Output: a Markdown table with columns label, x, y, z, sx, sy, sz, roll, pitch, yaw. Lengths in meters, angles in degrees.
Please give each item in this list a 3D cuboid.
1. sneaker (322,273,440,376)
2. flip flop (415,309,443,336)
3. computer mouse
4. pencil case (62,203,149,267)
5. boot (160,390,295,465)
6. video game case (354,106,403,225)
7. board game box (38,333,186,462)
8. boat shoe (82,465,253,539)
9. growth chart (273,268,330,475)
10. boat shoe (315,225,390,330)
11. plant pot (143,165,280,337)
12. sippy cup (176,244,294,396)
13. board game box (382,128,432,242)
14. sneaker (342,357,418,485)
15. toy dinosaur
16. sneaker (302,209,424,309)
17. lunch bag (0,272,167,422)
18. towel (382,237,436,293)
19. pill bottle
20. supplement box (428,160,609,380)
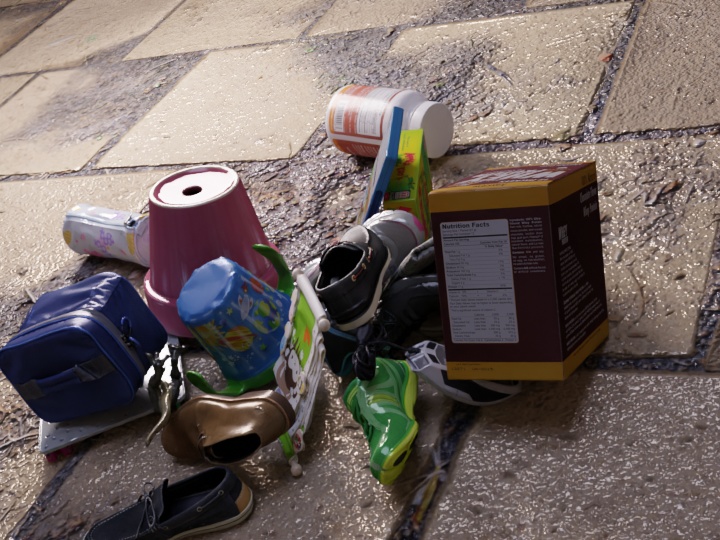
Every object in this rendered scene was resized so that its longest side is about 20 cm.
| label | x | y | z | sx | sy | sz | roll | pitch | yaw |
| --- | --- | --- | --- | --- | --- | --- | --- | --- | --- |
| sneaker | 0.041 | 0.065 | 1.391 | 0.198 | 0.073 | 0.083 | -24 | 67 | 22 |
| flip flop | 0.140 | 0.011 | 1.441 | 0.199 | 0.058 | 0.081 | -35 | 34 | -10 |
| computer mouse | 0.084 | 0.114 | 1.276 | 0.197 | 0.044 | 0.110 | 18 | 20 | -6 |
| pencil case | -0.389 | -0.058 | 1.822 | 0.198 | 0.090 | 0.085 | 9 | 81 | 41 |
| boot | -0.169 | 0.188 | 1.303 | 0.198 | 0.074 | 0.075 | -18 | 18 | 38 |
| video game case | 0.020 | -0.107 | 1.581 | 0.018 | 0.202 | 0.144 | 16 | 34 | -5 |
| board game box | -0.329 | 0.155 | 1.525 | 0.197 | 0.026 | 0.201 | -21 | 32 | -1 |
| boat shoe | -0.217 | 0.265 | 1.260 | 0.197 | 0.063 | 0.075 | -18 | 33 | 6 |
| growth chart | -0.073 | 0.112 | 1.317 | 0.017 | 0.203 | 0.145 | 5 | 18 | -23 |
| boat shoe | -0.010 | -0.008 | 1.359 | 0.073 | 0.064 | 0.202 | -26 | 23 | 18 |
| plant pot | -0.211 | -0.036 | 1.577 | 0.196 | 0.182 | 0.201 | -6 | 29 | 4 |
| sippy cup | -0.157 | 0.058 | 1.438 | 0.138 | 0.130 | 0.179 | -29 | 41 | 21 |
| board game box | 0.069 | -0.107 | 1.622 | 0.047 | 0.103 | 0.201 | -5 | 34 | 10 |
| sneaker | 0.018 | 0.162 | 1.252 | 0.082 | 0.075 | 0.201 | 18 | 25 | -7 |
| toy dinosaur | -0.232 | 0.136 | 1.354 | 0.047 | 0.090 | 0.200 | 6 | 8 | -7 |
| sneaker | 0.000 | 0.000 | 1.483 | 0.199 | 0.082 | 0.088 | -36 | 15 | 22 |
| lunch bag | -0.347 | 0.104 | 1.437 | 0.198 | 0.137 | 0.133 | -19 | 30 | 32 |
| towel | 0.108 | -0.035 | 1.452 | 0.199 | 0.035 | 0.193 | -35 | -10 | -24 |
| pill bottle | 0.048 | -0.232 | 1.818 | 0.198 | 0.113 | 0.112 | 14 | 45 | 42 |
| supplement box | 0.179 | -0.005 | 1.254 | 0.131 | 0.204 | 0.197 | -2 | 11 | 27 |
